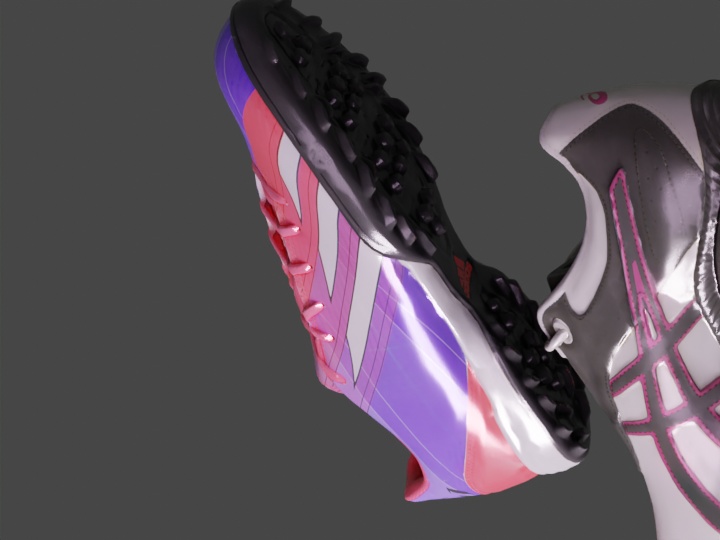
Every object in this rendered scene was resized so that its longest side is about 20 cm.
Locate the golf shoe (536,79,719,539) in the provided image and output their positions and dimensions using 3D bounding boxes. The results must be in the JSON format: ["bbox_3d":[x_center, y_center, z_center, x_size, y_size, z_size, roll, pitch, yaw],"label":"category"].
[{"bbox_3d":[0.104,0.027,0.936,0.088,0.077,0.201,6,117,14],"label":"golf shoe"}]

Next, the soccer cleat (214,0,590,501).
[{"bbox_3d":[0.000,0.000,0.920,0.073,0.068,0.200,-24,122,22],"label":"soccer cleat"}]
